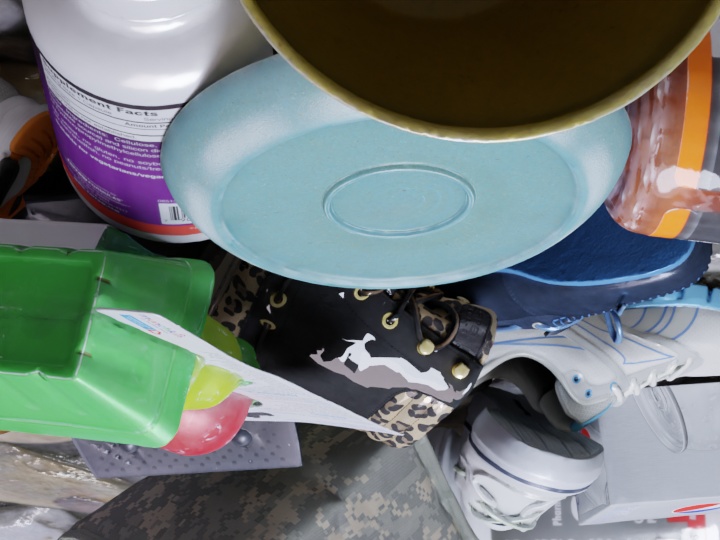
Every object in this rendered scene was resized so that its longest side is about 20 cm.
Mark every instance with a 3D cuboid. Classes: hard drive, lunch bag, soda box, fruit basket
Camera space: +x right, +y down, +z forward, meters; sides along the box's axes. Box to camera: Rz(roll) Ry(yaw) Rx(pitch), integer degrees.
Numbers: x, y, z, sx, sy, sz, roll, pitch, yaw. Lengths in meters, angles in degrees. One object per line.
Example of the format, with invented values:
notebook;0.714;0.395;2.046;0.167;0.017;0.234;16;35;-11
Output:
hard drive;-0.110;0.026;1.547;0.135;0.042;0.200;-5;131;16
lunch bag;-0.061;0.151;1.676;0.200;0.164;0.118;19;142;51
soda box;0.220;0.099;1.662;0.200;0.068;0.063;-3;167;-13
fruit basket;-0.105;0.039;1.381;0.185;0.094;0.200;3;170;37

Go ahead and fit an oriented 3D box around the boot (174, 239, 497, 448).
boot;0.000;0.000;1.442;0.150;0.073;0.200;27;124;-17

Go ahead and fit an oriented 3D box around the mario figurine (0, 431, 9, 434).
mario figurine;-0.250;0.063;1.638;0.200;0.106;0.124;19;117;-47

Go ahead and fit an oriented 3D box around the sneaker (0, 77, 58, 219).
sneaker;-0.211;-0.047;1.439;0.092;0.076;0.200;43;141;5

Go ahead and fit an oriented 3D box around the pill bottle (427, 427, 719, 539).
pill bottle;0.124;0.140;1.759;0.200;0.114;0.114;-3;155;11

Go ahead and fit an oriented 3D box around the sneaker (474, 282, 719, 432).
sneaker;0.135;0.050;1.596;0.200;0.087;0.075;7;154;-12

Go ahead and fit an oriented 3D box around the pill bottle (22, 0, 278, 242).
pill bottle;-0.084;-0.100;1.261;0.112;0.113;0.200;2;155;2

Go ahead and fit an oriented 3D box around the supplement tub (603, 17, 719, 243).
supplement tub;0.176;-0.063;1.318;0.200;0.107;0.107;6;155;-7

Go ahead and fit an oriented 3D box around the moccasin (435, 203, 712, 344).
moccasin;0.097;-0.005;1.502;0.200;0.081;0.068;0;144;39

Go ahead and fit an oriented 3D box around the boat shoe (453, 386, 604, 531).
boat shoe;0.088;0.113;1.617;0.073;0.067;0.200;19;-176;-1

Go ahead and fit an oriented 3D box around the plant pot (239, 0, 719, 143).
plant pot;0.037;-0.147;1.090;0.200;0.200;0.142;5;-179;-5

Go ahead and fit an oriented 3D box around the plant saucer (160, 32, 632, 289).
plant saucer;0.016;-0.038;1.239;0.200;0.027;0.200;-2;154;-1

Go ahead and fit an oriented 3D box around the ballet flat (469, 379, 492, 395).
ballet flat;0.028;0.045;1.611;0.066;0.057;0.200;-14;171;17
